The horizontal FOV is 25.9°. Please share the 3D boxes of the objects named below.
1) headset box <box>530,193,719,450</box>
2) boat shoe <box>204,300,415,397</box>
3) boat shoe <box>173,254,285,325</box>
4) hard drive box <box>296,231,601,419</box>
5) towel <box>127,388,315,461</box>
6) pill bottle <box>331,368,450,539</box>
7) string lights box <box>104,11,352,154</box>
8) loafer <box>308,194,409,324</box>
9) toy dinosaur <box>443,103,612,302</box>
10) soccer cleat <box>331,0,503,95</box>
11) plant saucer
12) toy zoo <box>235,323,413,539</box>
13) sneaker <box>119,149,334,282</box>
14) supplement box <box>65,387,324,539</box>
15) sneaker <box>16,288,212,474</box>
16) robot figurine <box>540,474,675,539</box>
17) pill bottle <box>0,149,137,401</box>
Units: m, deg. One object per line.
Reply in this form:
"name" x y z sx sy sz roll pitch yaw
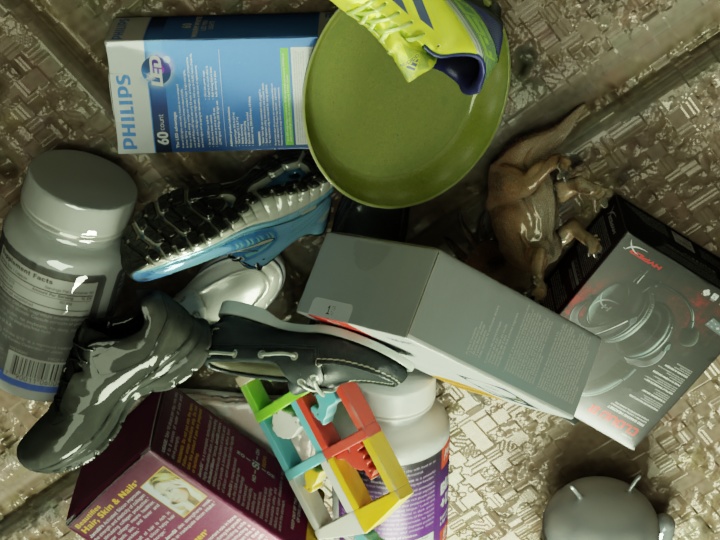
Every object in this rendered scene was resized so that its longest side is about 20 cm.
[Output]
"headset box" 0.231 0.056 1.409 0.148 0.077 0.200 30 115 -16
"boat shoe" -0.046 0.077 1.321 0.199 0.061 0.076 10 161 38
"boat shoe" -0.151 0.049 1.415 0.199 0.070 0.071 -31 115 17
"hard drive box" 0.074 0.045 1.307 0.200 0.156 0.077 27 80 -34
"towel" -0.144 0.198 1.523 0.199 0.032 0.192 5 119 -2
"pill bottle" 0.028 0.176 1.461 0.111 0.112 0.201 0 120 1
"string lights box" -0.106 -0.156 1.302 0.199 0.059 0.103 -1 120 1
"loafer" 0.000 0.000 1.383 0.068 0.071 0.201 14 119 -8
"toy dinosaur" 0.135 -0.050 1.354 0.086 0.135 0.201 -1 102 -43
"soccer cleat" 0.033 -0.191 1.194 0.200 0.065 0.084 17 82 -39
"plant saucer" 0.033 -0.150 1.276 0.199 0.031 0.201 -12 115 -28
"toy zoo" -0.028 0.160 1.408 0.131 0.020 0.201 -35 81 46
"sneaker" -0.107 -0.027 1.339 0.199 0.078 0.090 -21 132 -17
"supplement box" -0.150 0.221 1.455 0.200 0.103 0.131 38 118 -20
"sneaker" -0.225 0.089 1.340 0.200 0.076 0.091 -42 125 1
"robot figurine" 0.229 0.283 1.518 0.169 0.113 0.201 -14 123 -23
"pill bottle" -0.263 0.004 1.366 0.113 0.114 0.201 16 119 -8
